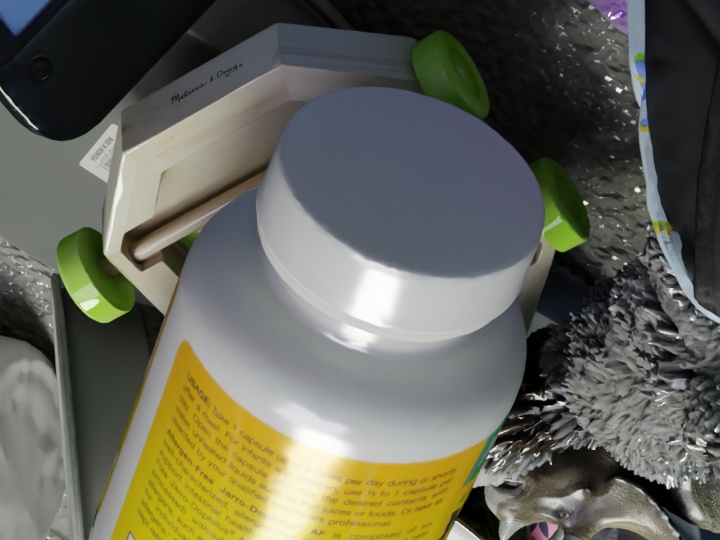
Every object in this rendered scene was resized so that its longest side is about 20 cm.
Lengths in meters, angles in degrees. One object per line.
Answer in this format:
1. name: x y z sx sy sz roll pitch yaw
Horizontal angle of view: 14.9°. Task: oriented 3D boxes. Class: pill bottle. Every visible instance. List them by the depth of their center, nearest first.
1. pill bottle: -0.013 0.042 0.880 0.113 0.113 0.200 24 130 2
2. pill bottle: -0.237 0.071 1.203 0.200 0.112 0.112 8 142 22

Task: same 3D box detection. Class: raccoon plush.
1. raccoon plush: 0.083 0.044 0.861 0.200 0.134 0.097 -38 76 30

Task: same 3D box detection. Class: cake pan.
1. cake pan: -0.082 -0.054 0.998 0.200 0.037 0.200 16 144 12
2. cake pan: -0.099 0.099 1.106 0.037 0.201 0.200 -5 144 -7

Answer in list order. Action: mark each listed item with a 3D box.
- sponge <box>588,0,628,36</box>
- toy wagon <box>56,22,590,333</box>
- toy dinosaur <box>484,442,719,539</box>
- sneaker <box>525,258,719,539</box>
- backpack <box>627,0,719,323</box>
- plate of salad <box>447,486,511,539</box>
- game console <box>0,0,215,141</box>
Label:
1. sponge: 0.150 -0.073 0.854 0.200 0.030 0.111 41 142 -22
2. toy wagon: 0.000 0.000 0.948 0.155 0.040 0.200 -27 132 19
3. toy dinosaur: 0.144 0.058 0.948 0.200 0.077 0.103 -1 96 29
4. sneaker: 0.075 0.065 1.032 0.070 0.082 0.200 -20 125 45
5. backpack: 0.145 -0.070 0.719 0.163 0.200 0.154 3 169 14
6. plate of salad: 0.018 0.087 1.099 0.200 0.048 0.200 36 171 7
7. game console: -0.070 -0.151 0.817 0.200 0.171 0.118 51 164 -32
